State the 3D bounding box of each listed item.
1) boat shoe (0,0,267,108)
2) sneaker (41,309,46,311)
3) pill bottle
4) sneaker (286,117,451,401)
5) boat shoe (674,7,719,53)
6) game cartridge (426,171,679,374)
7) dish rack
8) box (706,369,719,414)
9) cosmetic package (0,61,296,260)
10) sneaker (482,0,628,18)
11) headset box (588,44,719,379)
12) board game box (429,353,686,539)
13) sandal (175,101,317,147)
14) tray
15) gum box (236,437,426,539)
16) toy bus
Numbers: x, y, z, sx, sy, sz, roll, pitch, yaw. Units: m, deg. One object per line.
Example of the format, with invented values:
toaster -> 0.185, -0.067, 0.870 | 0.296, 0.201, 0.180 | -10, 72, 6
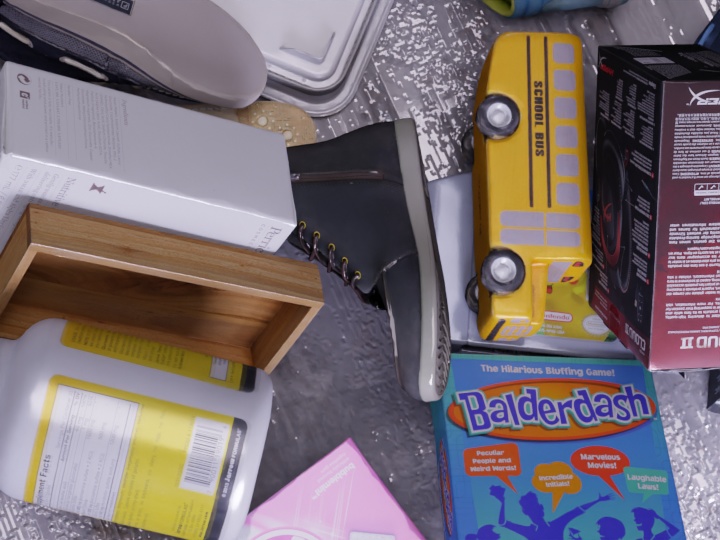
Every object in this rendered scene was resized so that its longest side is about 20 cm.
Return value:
boat shoe -> -0.166, -0.156, 1.225 | 0.199, 0.093, 0.075 | 27, 59, -13
sneaker -> -0.228, 0.050, 1.176 | 0.077, 0.073, 0.201 | 43, 67, -27
pill bottle -> -0.159, 0.093, 1.083 | 0.198, 0.112, 0.113 | 14, 74, -6
sneaker -> 0.000, 0.000, 1.181 | 0.105, 0.075, 0.202 | -10, 63, 6
boat shoe -> 0.233, -0.126, 1.266 | 0.068, 0.085, 0.200 | 37, 55, 19
game cartridge -> 0.133, -0.002, 1.235 | 0.198, 0.041, 0.135 | 5, 71, -5
dish rack -> -0.074, -0.219, 1.269 | 0.198, 0.044, 0.173 | 22, 75, 1
box -> 0.330, 0.058, 1.152 | 0.156, 0.200, 0.050 | 11, 70, -3
cosmetic package -> -0.153, -0.048, 1.135 | 0.198, 0.113, 0.082 | 13, 48, -25
sneaker -> 0.112, -0.276, 1.285 | 0.129, 0.080, 0.202 | -15, 76, -11
headset box -> 0.199, -0.034, 1.127 | 0.074, 0.149, 0.202 | -2, 105, -7
board game box -> 0.127, 0.146, 1.144 | 0.150, 0.045, 0.201 | 2, 48, -8
sandal -> -0.132, -0.089, 1.212 | 0.209, 0.070, 0.078 | -9, 76, -8
tray -> -0.134, 0.018, 1.130 | 0.198, 0.099, 0.037 | 11, 47, -28
gum box -> -0.053, 0.216, 1.138 | 0.199, 0.066, 0.114 | -36, 80, -14
toy bus -> 0.112, -0.056, 1.197 | 0.077, 0.065, 0.202 | 1, 74, -7
